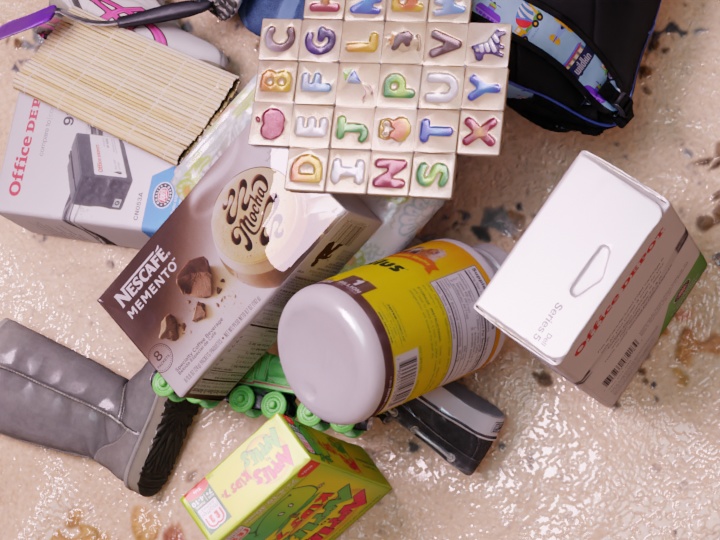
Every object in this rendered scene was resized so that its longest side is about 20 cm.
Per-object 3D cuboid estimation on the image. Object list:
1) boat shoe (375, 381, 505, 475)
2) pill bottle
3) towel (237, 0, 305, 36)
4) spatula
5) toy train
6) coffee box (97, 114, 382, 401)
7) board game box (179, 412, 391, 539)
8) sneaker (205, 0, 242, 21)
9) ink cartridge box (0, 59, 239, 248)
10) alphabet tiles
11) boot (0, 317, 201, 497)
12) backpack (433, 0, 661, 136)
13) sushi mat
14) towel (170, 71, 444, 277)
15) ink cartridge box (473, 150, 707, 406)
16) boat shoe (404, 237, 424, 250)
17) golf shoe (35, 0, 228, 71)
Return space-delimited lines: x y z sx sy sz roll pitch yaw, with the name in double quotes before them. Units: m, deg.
"boat shoe" 0.022 0.098 1.526 0.198 0.074 0.068 31 100 13
"pill bottle" 0.039 0.041 1.438 0.109 0.199 0.110 19 117 41
"towel" -0.030 -0.239 1.595 0.199 0.048 0.112 27 88 48
"spatula" -0.228 -0.221 1.623 0.198 0.057 0.021 -4 113 -1
"toy train" -0.079 0.092 1.510 0.198 0.042 0.057 9 80 19
"coffee box" -0.096 -0.007 1.458 0.200 0.080 0.113 -47 70 12
"board game box" -0.054 0.176 1.463 0.101 0.200 0.048 -42 68 6
"sneaker" -0.101 -0.293 1.603 0.078 0.200 0.090 43 58 6
"ink cartridge box" -0.211 -0.100 1.646 0.198 0.084 0.146 8 80 21
"alphabet tiles" 0.013 -0.139 1.392 0.198 0.006 0.168 4 81 18
"boot" -0.234 0.088 1.627 0.199 0.073 0.183 25 84 29
"backpack" 0.132 -0.219 1.478 0.134 0.199 0.184 10 82 63
"sushi mat" -0.204 -0.162 1.605 0.199 0.012 0.096 25 71 28
"towel" -0.043 -0.071 1.511 0.200 0.048 0.171 46 104 20
"ink cartridge box" 0.181 0.011 1.420 0.084 0.200 0.146 35 90 23
"boat shoe" 0.000 0.000 1.572 0.199 0.063 0.073 28 53 11
"golf shoe" -0.201 -0.224 1.679 0.199 0.073 0.093 21 84 23
